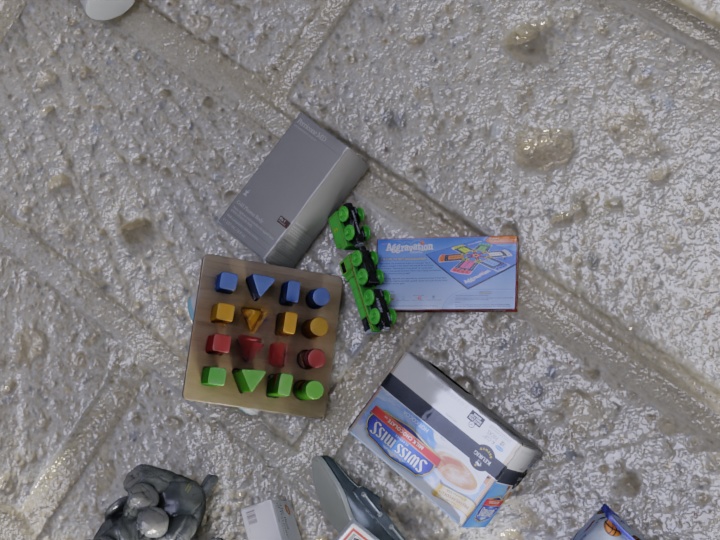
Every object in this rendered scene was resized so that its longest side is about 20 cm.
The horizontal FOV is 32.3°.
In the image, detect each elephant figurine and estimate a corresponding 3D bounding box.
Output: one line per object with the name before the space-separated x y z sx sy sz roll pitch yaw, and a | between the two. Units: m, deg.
elephant figurine | -0.314 0.364 1.724 0.200 0.155 0.142 -46 30 31

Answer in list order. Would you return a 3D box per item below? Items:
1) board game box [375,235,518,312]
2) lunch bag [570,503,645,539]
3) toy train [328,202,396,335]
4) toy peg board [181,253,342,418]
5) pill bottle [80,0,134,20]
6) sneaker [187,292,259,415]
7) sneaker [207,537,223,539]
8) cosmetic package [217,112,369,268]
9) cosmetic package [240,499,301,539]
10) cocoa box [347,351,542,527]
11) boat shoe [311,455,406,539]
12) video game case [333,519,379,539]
board game box | 0.118 0.005 1.712 0.199 0.019 0.104 -1 80 18
lunch bag | 0.319 0.414 1.507 0.200 0.124 0.170 44 94 7
toy train | 0.000 0.000 1.727 0.056 0.042 0.201 -40 58 44
toy peg board | -0.124 0.088 1.678 0.199 0.098 0.201 10 82 -14
pill bottle | -0.426 -0.496 1.947 0.112 0.113 0.201 -29 72 10
sneaker | -0.153 0.092 1.750 0.130 0.080 0.201 -31 72 11
sneaker | -0.247 0.435 1.690 0.200 0.079 0.074 -39 77 18
cosmetic package | -0.094 -0.109 1.767 0.107 0.090 0.201 36 93 28
cosmetic package | -0.099 0.410 1.662 0.050 0.083 0.201 -20 73 10
cocoa box | 0.109 0.221 1.606 0.200 0.133 0.132 38 92 22
boat shoe | 0.003 0.327 1.669 0.062 0.073 0.200 -20 59 -30
video game case | 0.021 0.433 1.598 0.200 0.017 0.143 40 97 -7
